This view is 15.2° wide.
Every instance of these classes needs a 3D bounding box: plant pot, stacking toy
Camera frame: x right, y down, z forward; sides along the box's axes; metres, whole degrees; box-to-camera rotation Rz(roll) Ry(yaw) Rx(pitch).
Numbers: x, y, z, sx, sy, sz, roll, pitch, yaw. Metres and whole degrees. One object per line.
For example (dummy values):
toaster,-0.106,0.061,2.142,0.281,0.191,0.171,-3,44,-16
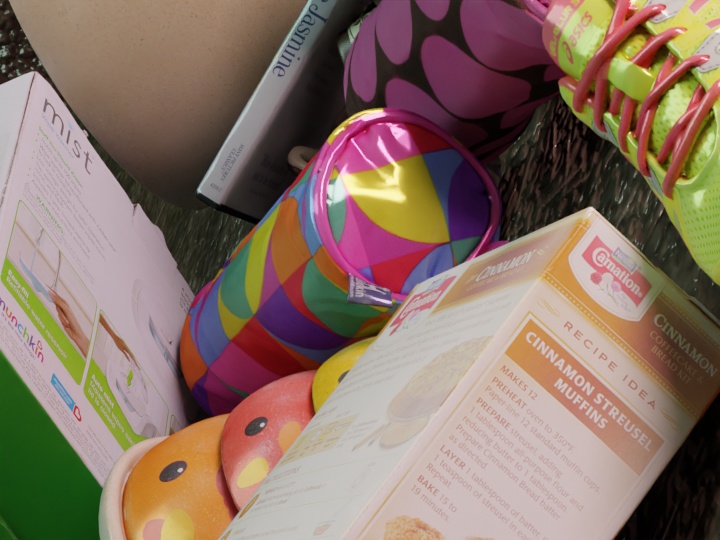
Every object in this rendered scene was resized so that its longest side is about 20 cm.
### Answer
plant pot,-0.075,-0.151,1.349,0.134,0.201,0.201,-31,28,17
stacking toy,0.008,0.071,1.031,0.200,0.146,0.146,-46,22,25

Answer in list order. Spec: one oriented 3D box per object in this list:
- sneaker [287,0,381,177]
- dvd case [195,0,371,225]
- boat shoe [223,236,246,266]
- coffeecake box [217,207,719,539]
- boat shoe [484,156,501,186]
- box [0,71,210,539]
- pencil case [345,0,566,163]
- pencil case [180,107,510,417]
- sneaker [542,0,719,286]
sneaker,0.031,-0.107,1.243,0.071,0.075,0.201,-98,29,-64
dvd case,-0.004,-0.110,1.314,0.201,0.017,0.143,-60,-15,3
boat shoe,-0.043,0.030,1.368,0.065,0.071,0.201,-58,19,32
coffeecake box,0.013,0.088,0.868,0.200,0.073,0.153,-52,9,-20
boat shoe,0.000,0.000,1.230,0.200,0.075,0.072,130,154,-63
box,-0.134,0.050,1.148,0.096,0.200,0.177,-21,34,17
pencil case,0.062,-0.099,1.058,0.093,0.091,0.200,-32,-1,-22
pencil case,-0.011,0.008,1.103,0.200,0.088,0.089,138,149,-63
sneaker,0.099,-0.054,0.844,0.200,0.090,0.078,-102,36,-64
